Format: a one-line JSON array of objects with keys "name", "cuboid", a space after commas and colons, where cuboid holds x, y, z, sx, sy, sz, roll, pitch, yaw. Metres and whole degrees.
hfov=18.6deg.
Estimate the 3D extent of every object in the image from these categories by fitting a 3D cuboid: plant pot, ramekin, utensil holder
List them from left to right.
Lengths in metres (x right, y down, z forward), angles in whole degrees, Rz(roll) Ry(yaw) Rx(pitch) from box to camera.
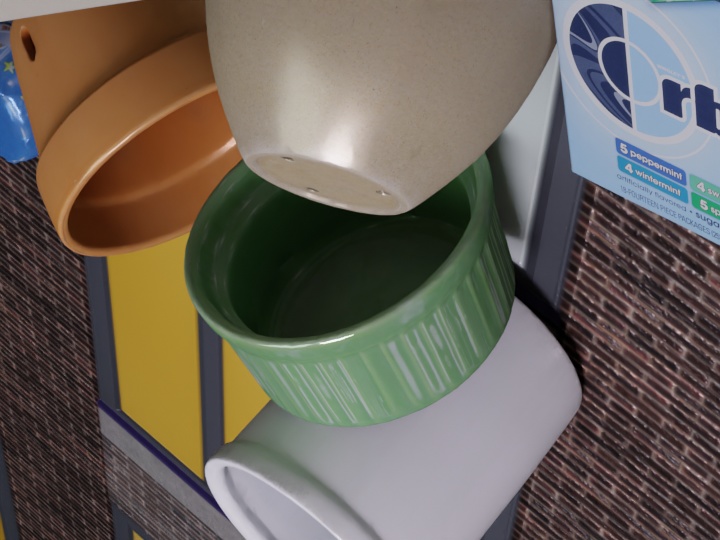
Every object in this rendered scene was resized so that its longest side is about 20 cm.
[{"name": "plant pot", "cuboid": [-0.137, -0.122, 1.423, 0.141, 0.199, 0.200, 58, 157, 18]}, {"name": "plant pot", "cuboid": [0.000, -0.108, 1.171, 0.199, 0.136, 0.200, 16, 168, 3]}, {"name": "ramekin", "cuboid": [0.000, 0.000, 1.357, 0.199, 0.200, 0.098, 23, 152, 41]}, {"name": "utensil holder", "cuboid": [0.026, 0.111, 1.432, 0.170, 0.200, 0.170, 36, 159, 16]}]

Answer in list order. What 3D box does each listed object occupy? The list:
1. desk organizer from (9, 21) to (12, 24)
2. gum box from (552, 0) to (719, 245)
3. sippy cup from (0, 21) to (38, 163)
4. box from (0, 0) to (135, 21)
[{"name": "desk organizer", "cuboid": [-0.263, -0.258, 1.516, 0.200, 0.077, 0.072, 45, 162, 19]}, {"name": "gum box", "cuboid": [0.175, -0.101, 1.111, 0.169, 0.045, 0.201, 30, 149, 34]}, {"name": "sippy cup", "cuboid": [-0.223, -0.150, 1.566, 0.177, 0.130, 0.140, 11, 136, 51]}, {"name": "box", "cuboid": [-0.146, -0.206, 1.287, 0.069, 0.198, 0.083, 90, 167, -53]}]
